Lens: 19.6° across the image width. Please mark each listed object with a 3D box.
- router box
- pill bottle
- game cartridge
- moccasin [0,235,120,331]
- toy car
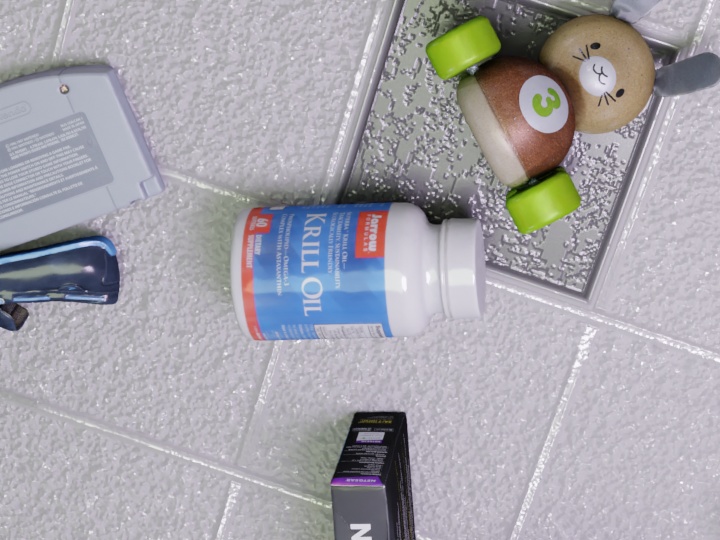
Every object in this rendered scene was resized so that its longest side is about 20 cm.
[{"bbox_3d":[0.014,0.240,1.774,0.051,0.149,0.201,-1,109,9],"label":"router box"},{"bbox_3d":[0.000,0.000,1.710,0.199,0.112,0.113,-3,109,9],"label":"pill bottle"},{"bbox_3d":[-0.279,-0.096,1.761,0.200,0.040,0.134,-18,109,15],"label":"game cartridge"},{"bbox_3d":[-0.304,0.022,1.781,0.199,0.080,0.068,-11,97,14],"label":"moccasin"},{"bbox_3d":[0.175,-0.148,1.618,0.200,0.158,0.165,-28,93,6],"label":"toy car"}]
